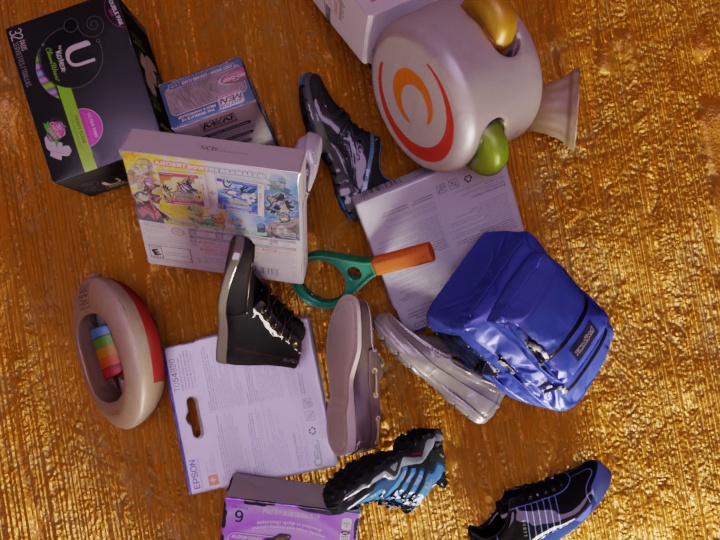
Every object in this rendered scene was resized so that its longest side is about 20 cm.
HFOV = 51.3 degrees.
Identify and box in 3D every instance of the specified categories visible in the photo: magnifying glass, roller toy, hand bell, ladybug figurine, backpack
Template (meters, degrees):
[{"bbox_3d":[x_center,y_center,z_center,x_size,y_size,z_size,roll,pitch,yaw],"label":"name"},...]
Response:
[{"bbox_3d":[0.000,0.000,0.952,0.199,0.022,0.080,-15,113,25],"label":"magnifying glass"},{"bbox_3d":[0.113,-0.223,0.873,0.139,0.182,0.201,-30,120,-23],"label":"roller toy"},{"bbox_3d":[0.182,-0.211,0.984,0.198,0.104,0.105,3,88,14],"label":"hand bell"},{"bbox_3d":[-0.304,0.098,0.957,0.135,0.072,0.201,-16,88,39],"label":"ladybug figurine"},{"bbox_3d":[0.207,0.075,0.904,0.200,0.168,0.163,45,79,-22],"label":"backpack"}]

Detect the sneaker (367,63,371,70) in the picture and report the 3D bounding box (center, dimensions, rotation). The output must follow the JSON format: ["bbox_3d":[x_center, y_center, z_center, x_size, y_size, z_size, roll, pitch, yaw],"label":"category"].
[{"bbox_3d":[0.049,-0.277,0.981,0.075,0.070,0.201,-27,89,-1],"label":"sneaker"}]

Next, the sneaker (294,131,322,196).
[{"bbox_3d":[-0.128,-0.097,0.944,0.114,0.075,0.201,24,114,-9],"label":"sneaker"}]

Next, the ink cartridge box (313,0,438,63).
[{"bbox_3d":[0.015,-0.375,0.935,0.146,0.083,0.201,-28,69,-17],"label":"ink cartridge box"}]

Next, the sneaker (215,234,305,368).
[{"bbox_3d":[-0.113,0.040,0.895,0.105,0.201,0.075,8,46,-5],"label":"sneaker"}]

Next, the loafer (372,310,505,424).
[{"bbox_3d":[0.102,0.115,0.973,0.200,0.070,0.070,40,83,-6],"label":"loafer"}]

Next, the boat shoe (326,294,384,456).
[{"bbox_3d":[-0.003,0.131,0.952,0.059,0.072,0.202,2,88,-33],"label":"boat shoe"}]

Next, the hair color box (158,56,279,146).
[{"bbox_3d":[-0.161,-0.173,0.912,0.099,0.200,0.061,-20,78,-1],"label":"hair color box"}]

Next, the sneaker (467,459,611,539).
[{"bbox_3d":[0.228,0.302,0.962,0.200,0.070,0.078,-43,95,0],"label":"sneaker"}]

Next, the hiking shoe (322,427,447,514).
[{"bbox_3d":[0.042,0.262,0.918,0.199,0.074,0.087,-16,90,-41],"label":"hiking shoe"}]

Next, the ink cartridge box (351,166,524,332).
[{"bbox_3d":[0.112,-0.040,0.974,0.195,0.043,0.201,-21,114,-1],"label":"ink cartridge box"}]

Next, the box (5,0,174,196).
[{"bbox_3d":[-0.330,-0.216,0.956,0.148,0.124,0.201,-19,87,0],"label":"box"}]

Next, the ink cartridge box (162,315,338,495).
[{"bbox_3d":[-0.143,0.175,0.983,0.198,0.041,0.201,-11,88,0],"label":"ink cartridge box"}]

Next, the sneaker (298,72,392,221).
[{"bbox_3d":[-0.020,-0.169,0.984,0.081,0.073,0.201,-25,98,-5],"label":"sneaker"}]

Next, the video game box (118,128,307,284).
[{"bbox_3d":[-0.161,-0.070,0.868,0.198,0.183,0.047,8,51,3],"label":"video game box"}]

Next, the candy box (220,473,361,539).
[{"bbox_3d":[-0.093,0.372,0.942,0.166,0.072,0.202,7,99,-2],"label":"candy box"}]
